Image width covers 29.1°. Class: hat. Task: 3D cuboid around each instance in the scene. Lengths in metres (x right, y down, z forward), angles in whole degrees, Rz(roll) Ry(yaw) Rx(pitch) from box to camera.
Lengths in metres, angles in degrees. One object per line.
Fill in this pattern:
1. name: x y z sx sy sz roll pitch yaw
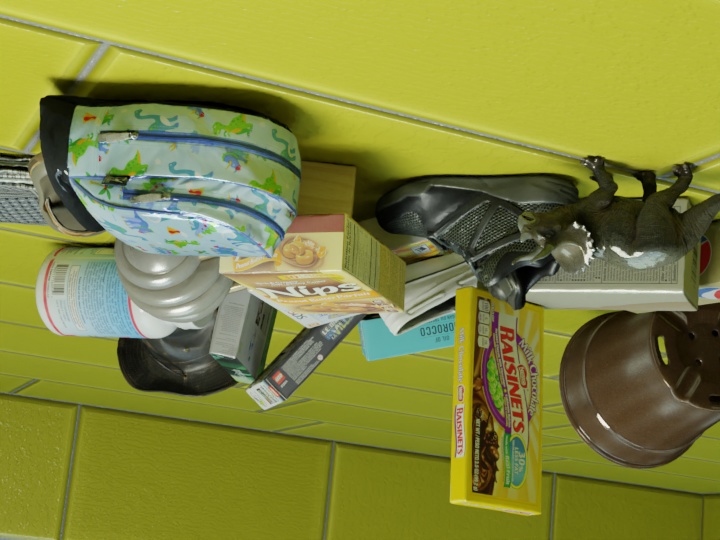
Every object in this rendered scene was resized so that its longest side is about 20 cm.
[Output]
1. hat: -0.219 0.063 1.735 0.200 0.201 0.081 2 139 15

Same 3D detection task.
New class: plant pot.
1. plant pot: 0.365 0.116 1.628 0.199 0.201 0.198 9 159 -14

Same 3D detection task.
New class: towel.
1. towel: -0.366 -0.077 1.423 0.192 0.035 0.200 5 166 3

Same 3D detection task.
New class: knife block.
1. knife block: -0.127 -0.073 1.274 0.199 0.064 0.175 -6 163 42

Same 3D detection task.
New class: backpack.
1. backpack: -0.146 -0.077 1.146 0.199 0.154 0.163 -10 159 5

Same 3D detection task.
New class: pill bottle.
1. pill bottle: -0.279 0.027 1.664 0.199 0.109 0.109 1 166 21

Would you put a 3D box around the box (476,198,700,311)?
1. box: 0.217 -0.014 1.321 0.199 0.095 0.078 1 166 24

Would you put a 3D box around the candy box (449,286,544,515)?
1. candy box: 0.129 0.122 1.294 0.102 0.201 0.026 17 159 -39

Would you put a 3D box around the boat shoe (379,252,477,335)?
1. boat shoe: 0.107 0.019 1.413 0.199 0.066 0.074 -18 158 -18

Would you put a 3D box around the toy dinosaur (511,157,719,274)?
1. toy dinosaur: 0.232 -0.039 1.183 0.199 0.103 0.077 5 167 6

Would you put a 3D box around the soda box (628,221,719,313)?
1. soda box: 0.329 -0.003 1.381 0.068 0.064 0.200 15 164 -34

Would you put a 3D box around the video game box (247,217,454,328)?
1. video game box: 0.000 0.000 1.462 0.199 0.047 0.182 -16 164 14

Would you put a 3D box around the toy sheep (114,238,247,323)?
1. toy sheep: -0.188 -0.013 1.434 0.137 0.138 0.200 2 152 15

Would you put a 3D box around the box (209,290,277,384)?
1. box: -0.128 0.047 1.609 0.036 0.145 0.200 11 167 8

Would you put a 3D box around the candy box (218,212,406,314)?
1. candy box: -0.039 -0.003 1.271 0.115 0.056 0.200 -2 168 17

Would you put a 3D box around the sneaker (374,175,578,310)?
1. sneaker: 0.099 -0.026 1.278 0.199 0.115 0.076 2 165 25

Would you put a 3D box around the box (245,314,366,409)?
1. box: -0.045 0.075 1.618 0.035 0.200 0.110 45 161 -4

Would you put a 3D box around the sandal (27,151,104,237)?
1. sandal: -0.265 -0.065 1.324 0.080 0.054 0.200 -30 166 -9

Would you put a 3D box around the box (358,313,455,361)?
1. box: 0.098 0.062 1.637 0.199 0.049 0.082 -10 -177 -3
